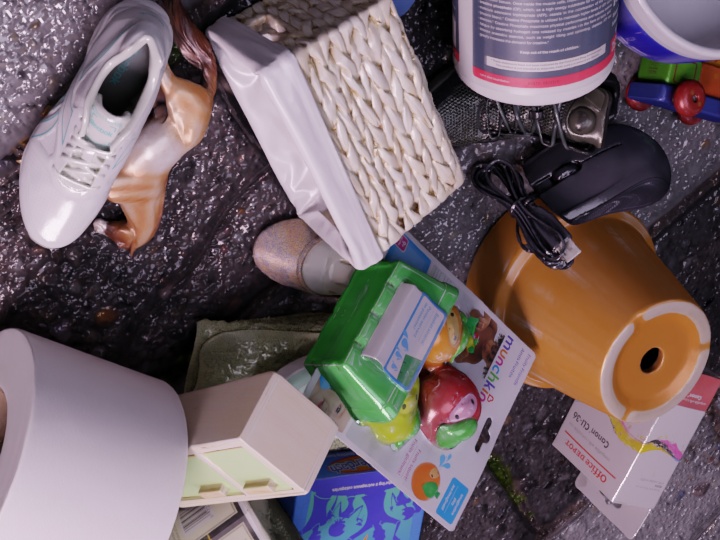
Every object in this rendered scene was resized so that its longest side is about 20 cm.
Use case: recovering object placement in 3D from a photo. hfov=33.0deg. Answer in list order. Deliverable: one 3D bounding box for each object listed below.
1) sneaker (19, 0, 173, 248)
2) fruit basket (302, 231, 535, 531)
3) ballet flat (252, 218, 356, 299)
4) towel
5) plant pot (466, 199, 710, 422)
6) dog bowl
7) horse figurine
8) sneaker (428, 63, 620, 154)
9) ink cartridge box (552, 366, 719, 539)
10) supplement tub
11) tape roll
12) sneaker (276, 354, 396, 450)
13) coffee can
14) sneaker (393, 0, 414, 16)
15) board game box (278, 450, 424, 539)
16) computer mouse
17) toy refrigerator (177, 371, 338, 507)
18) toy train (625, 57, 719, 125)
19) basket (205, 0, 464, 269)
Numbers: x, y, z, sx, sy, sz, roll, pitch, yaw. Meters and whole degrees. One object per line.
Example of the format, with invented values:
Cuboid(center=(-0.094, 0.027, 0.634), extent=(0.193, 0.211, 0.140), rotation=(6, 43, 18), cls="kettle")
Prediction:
Cuboid(center=(-0.198, -0.101, 0.889), extent=(0.070, 0.080, 0.202), rotation=(22, 107, -21), cls="sneaker")
Cuboid(center=(0.059, 0.090, 1.031), extent=(0.200, 0.093, 0.187), rotation=(40, 65, -21), cls="fruit basket")
Cuboid(center=(0.000, 0.000, 1.093), extent=(0.198, 0.067, 0.069), rotation=(12, 101, -31), cls="ballet flat")
Cuboid(center=(-0.070, 0.110, 1.131), extent=(0.197, 0.036, 0.150), rotation=(-2, 116, -27), cls="towel")
Cuboid(center=(0.228, 0.045, 1.162), extent=(0.197, 0.183, 0.203), rotation=(-11, 119, -21), cls="plant pot")
Cuboid(center=(0.293, -0.283, 1.056), extent=(0.197, 0.079, 0.204), rotation=(-2, 95, -19), cls="dog bowl")
Cuboid(center=(-0.174, -0.114, 0.958), extent=(0.132, 0.050, 0.201), rotation=(33, 99, -28), cls="horse figurine")
Cuboid(center=(0.145, -0.144, 1.070), extent=(0.197, 0.114, 0.077), rotation=(-13, 118, -19), cls="sneaker")
Cuboid(center=(0.282, 0.169, 1.293), extent=(0.067, 0.116, 0.202), rotation=(15, 106, -33), cls="ink cartridge box")
Cuboid(center=(0.142, -0.250, 0.984), extent=(0.139, 0.141, 0.202), rotation=(-18, 130, -18), cls="supplement tub")
Cuboid(center=(-0.246, 0.163, 0.966), extent=(0.138, 0.203, 0.204), rotation=(23, 102, -33), cls="tape roll")
Cuboid(center=(0.013, 0.135, 1.091), extent=(0.198, 0.118, 0.075), rotation=(7, 114, -33), cls="sneaker")
Cuboid(center=(-0.152, 0.289, 1.097), extent=(0.199, 0.147, 0.147), rotation=(-35, 125, 0), cls="coffee can")
Cuboid(center=(0.023, -0.306, 0.957), extent=(0.077, 0.070, 0.203), rotation=(6, 104, -26), cls="sneaker")
Cuboid(center=(-0.015, 0.280, 1.238), extent=(0.150, 0.045, 0.203), rotation=(-4, 116, -26), cls="board game box")
Cuboid(center=(0.215, -0.088, 1.131), extent=(0.198, 0.139, 0.053), rotation=(-21, 146, -27), cls="computer mouse")
Cuboid(center=(-0.113, 0.145, 0.995), extent=(0.076, 0.199, 0.070), rotation=(42, 56, -23), cls="toy refrigerator")
Cuboid(center=(0.356, -0.196, 1.180), extent=(0.198, 0.084, 0.118), rotation=(9, 97, -30), cls="toy train")
Cuboid(center=(-0.016, -0.128, 0.981), extent=(0.123, 0.135, 0.201), rotation=(-35, 125, -10), cls="basket")
